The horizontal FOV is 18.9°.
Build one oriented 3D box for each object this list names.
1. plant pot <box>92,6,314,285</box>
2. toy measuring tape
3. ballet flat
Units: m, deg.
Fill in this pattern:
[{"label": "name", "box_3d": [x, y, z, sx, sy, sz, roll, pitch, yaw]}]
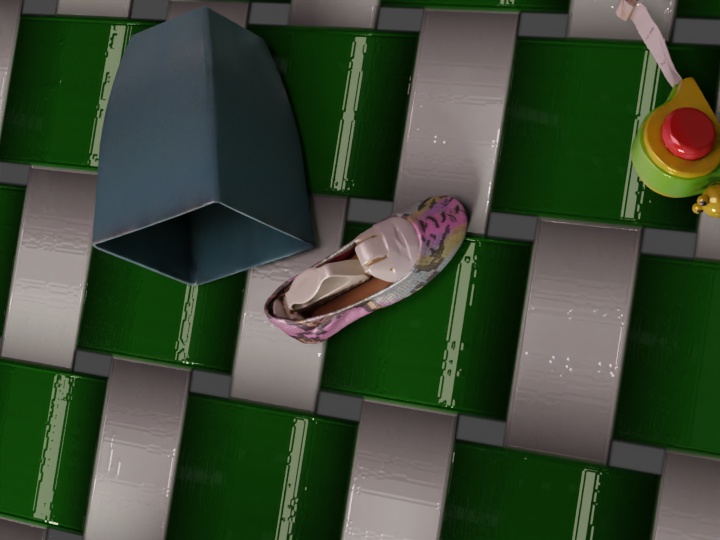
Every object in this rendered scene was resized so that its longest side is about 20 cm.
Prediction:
[{"label": "plant pot", "box_3d": [-0.140, -0.114, 1.884, 0.140, 0.141, 0.202, -17, 66, 32]}, {"label": "toy measuring tape", "box_3d": [0.226, -0.124, 1.662, 0.073, 0.073, 0.201, -36, 66, 25]}, {"label": "ballet flat", "box_3d": [0.000, 0.000, 1.805, 0.199, 0.071, 0.070, -32, 65, 27]}]
